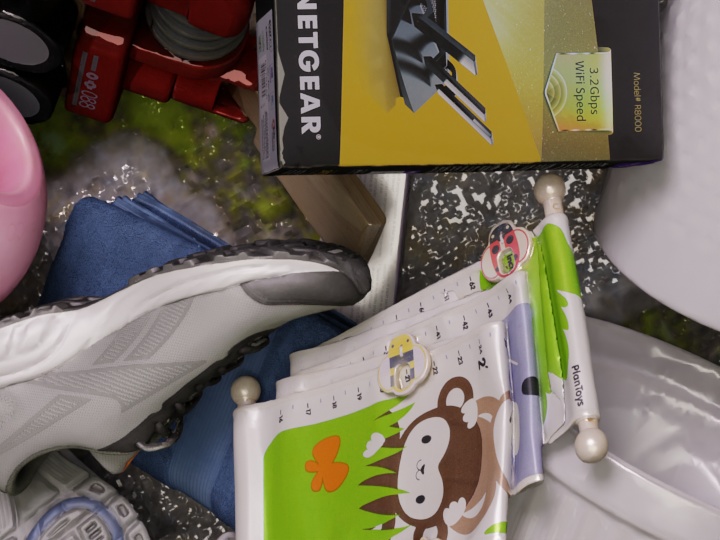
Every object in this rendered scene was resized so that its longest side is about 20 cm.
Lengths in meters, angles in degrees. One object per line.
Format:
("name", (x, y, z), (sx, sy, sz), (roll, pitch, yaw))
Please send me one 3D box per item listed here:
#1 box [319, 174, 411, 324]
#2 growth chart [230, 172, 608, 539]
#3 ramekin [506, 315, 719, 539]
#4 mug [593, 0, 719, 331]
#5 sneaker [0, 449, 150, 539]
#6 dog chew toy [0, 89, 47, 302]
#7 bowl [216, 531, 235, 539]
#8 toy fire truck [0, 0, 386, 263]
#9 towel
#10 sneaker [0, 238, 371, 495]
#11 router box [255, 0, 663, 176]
("box", (0.000, 0.000, 0.968), (0.041, 0.039, 0.202), (5, 96, 4))
("growth chart", (0.018, 0.066, 0.842), (0.199, 0.018, 0.146), (-32, 51, 27))
("ramekin", (0.123, 0.109, 0.894), (0.199, 0.200, 0.106), (23, 107, 2))
("mug", (0.210, -0.080, 0.881), (0.147, 0.199, 0.177), (40, 126, 41))
("sneaker", (-0.149, 0.108, 0.961), (0.074, 0.087, 0.201), (-29, 80, -10))
("dog chew toy", (-0.231, -0.011, 0.904), (0.199, 0.124, 0.125), (-29, 93, 26))
("bowl", (-0.015, 0.233, 0.904), (0.199, 0.200, 0.075), (40, 106, -19))
("toy fire truck", (-0.067, -0.101, 0.893), (0.198, 0.176, 0.130), (18, 64, -6))
("towel", (-0.060, 0.052, 0.947), (0.199, 0.048, 0.112), (30, 104, 21))
("sneaker", (-0.084, 0.037, 0.890), (0.198, 0.074, 0.080), (-20, 89, 15))
("router box", (0.037, -0.139, 0.823), (0.155, 0.052, 0.202), (-2, 90, -12))
